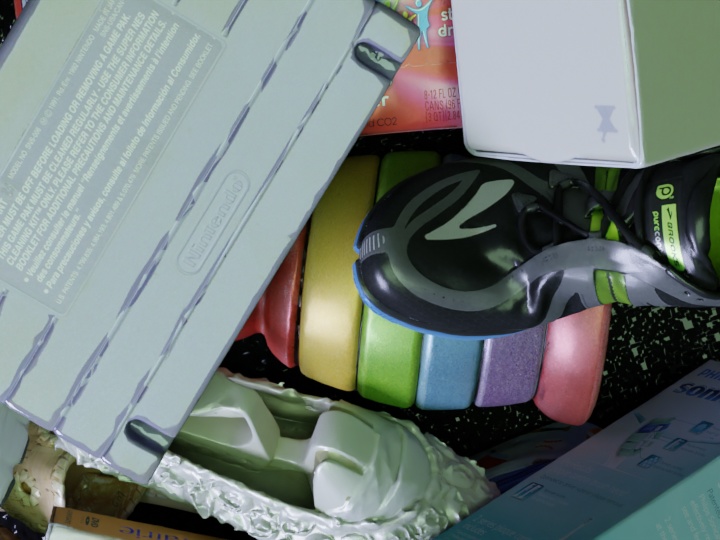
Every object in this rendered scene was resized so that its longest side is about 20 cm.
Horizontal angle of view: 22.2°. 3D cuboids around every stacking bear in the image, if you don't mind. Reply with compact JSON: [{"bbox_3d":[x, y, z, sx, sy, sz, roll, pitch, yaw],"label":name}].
[{"bbox_3d":[0.000,0.000,0.758,0.199,0.114,0.122,6,107,2],"label":"stacking bear"}]

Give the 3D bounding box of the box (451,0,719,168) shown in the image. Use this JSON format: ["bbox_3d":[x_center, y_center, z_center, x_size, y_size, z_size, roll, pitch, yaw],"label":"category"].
[{"bbox_3d":[0.137,-0.097,0.692,0.199,0.095,0.078,-17,107,-37],"label":"box"}]

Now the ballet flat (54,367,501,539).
[{"bbox_3d":[-0.035,0.073,0.739,0.199,0.072,0.072,16,104,4],"label":"ballet flat"}]

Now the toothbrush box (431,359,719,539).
[{"bbox_3d":[0.112,0.148,0.720,0.199,0.085,0.147,-31,106,-17],"label":"toothbrush box"}]

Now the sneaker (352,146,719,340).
[{"bbox_3d":[0.095,-0.018,0.663,0.198,0.083,0.071,-3,78,-3],"label":"sneaker"}]

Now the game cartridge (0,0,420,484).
[{"bbox_3d":[-0.083,-0.037,0.677,0.129,0.038,0.201,32,97,-5],"label":"game cartridge"}]

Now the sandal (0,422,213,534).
[{"bbox_3d":[-0.114,0.083,0.791,0.210,0.070,0.078,6,104,-3],"label":"sandal"}]

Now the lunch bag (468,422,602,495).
[{"bbox_3d":[0.079,0.179,0.822,0.160,0.076,0.201,-24,103,7],"label":"lunch bag"}]

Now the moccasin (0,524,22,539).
[{"bbox_3d":[-0.132,0.177,0.815,0.201,0.078,0.074,43,83,-27],"label":"moccasin"}]

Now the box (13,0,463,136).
[{"bbox_3d":[-0.034,-0.107,0.732,0.199,0.096,0.100,-5,104,-1],"label":"box"}]

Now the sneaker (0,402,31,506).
[{"bbox_3d":[-0.170,0.032,0.730,0.084,0.074,0.201,29,70,-25],"label":"sneaker"}]

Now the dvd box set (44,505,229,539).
[{"bbox_3d":[-0.045,0.187,0.760,0.199,0.029,0.147,11,101,-7],"label":"dvd box set"}]
